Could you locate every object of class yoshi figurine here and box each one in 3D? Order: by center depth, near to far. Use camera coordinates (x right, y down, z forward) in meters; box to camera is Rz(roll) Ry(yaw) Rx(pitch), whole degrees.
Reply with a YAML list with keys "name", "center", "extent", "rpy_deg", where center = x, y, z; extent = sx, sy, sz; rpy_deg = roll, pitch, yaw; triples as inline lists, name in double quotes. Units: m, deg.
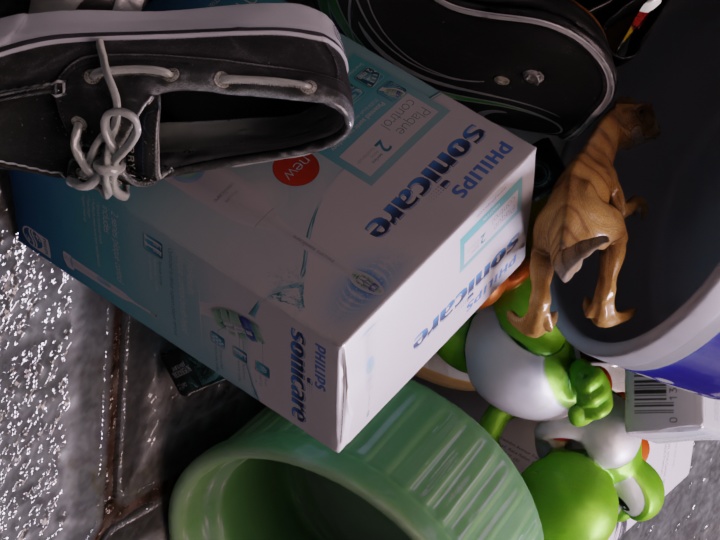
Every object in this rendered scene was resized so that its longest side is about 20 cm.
- name: "yoshi figurine"
  center: [0.094, 0.082, 1.383]
  extent: [0.112, 0.112, 0.200]
  rpy_deg: [-38, 110, 2]

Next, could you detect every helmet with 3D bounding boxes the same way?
- name: "helmet"
  center: [0.060, -0.172, 1.231]
  extent: [0.200, 0.191, 0.200]
  rpy_deg: [-59, -177, 6]

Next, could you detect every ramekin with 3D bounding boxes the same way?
- name: "ramekin"
  center: [0.003, 0.149, 1.375]
  extent: [0.098, 0.200, 0.200]
  rpy_deg: [-47, 146, -41]

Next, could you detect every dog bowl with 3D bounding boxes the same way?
- name: "dog bowl"
  center: [0.177, -0.040, 1.242]
  extent: [0.079, 0.200, 0.200]
  rpy_deg: [22, 94, -25]

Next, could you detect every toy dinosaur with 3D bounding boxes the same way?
- name: "toy dinosaur"
  center: [0.097, -0.017, 1.148]
  extent: [0.200, 0.060, 0.106]
  rpy_deg: [-65, 160, -59]

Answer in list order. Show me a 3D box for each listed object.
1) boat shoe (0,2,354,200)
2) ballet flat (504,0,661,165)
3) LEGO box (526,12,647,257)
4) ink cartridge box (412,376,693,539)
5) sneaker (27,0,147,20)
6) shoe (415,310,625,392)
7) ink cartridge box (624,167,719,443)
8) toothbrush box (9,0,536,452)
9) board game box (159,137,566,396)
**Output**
- name: "boat shoe"
  center: [-0.102, -0.065, 1.079]
  extent: [0.199, 0.068, 0.074]
  rpy_deg: [-4, 137, -9]
- name: "ballet flat"
  center: [0.128, -0.135, 1.358]
  extent: [0.069, 0.069, 0.200]
  rpy_deg: [38, 71, -59]
- name: "LEGO box"
  center: [0.156, -0.079, 1.503]
  extent: [0.149, 0.077, 0.200]
  rpy_deg: [-36, 154, -40]
- name: "ink cartridge box"
  center: [0.093, 0.114, 1.526]
  extent: [0.200, 0.144, 0.084]
  rpy_deg: [-35, 140, -39]
- name: "sneaker"
  center: [-0.120, -0.173, 1.091]
  extent: [0.080, 0.074, 0.200]
  rpy_deg: [11, 113, -25]
- name: "shoe"
  center: [0.099, 0.038, 1.467]
  extent: [0.053, 0.200, 0.070]
  rpy_deg: [119, -20, -45]
- name: "ink cartridge box"
  center: [0.190, 0.019, 1.438]
  extent: [0.200, 0.057, 0.163]
  rpy_deg: [28, 61, -75]
- name: "toothbrush box"
  center: [-0.041, -0.034, 1.155]
  extent: [0.146, 0.200, 0.085]
  rpy_deg: [-44, 155, -29]
- name: "board game box"
  center: [0.000, 0.000, 1.287]
  extent: [0.200, 0.028, 0.135]
  rpy_deg: [-30, -179, -18]
